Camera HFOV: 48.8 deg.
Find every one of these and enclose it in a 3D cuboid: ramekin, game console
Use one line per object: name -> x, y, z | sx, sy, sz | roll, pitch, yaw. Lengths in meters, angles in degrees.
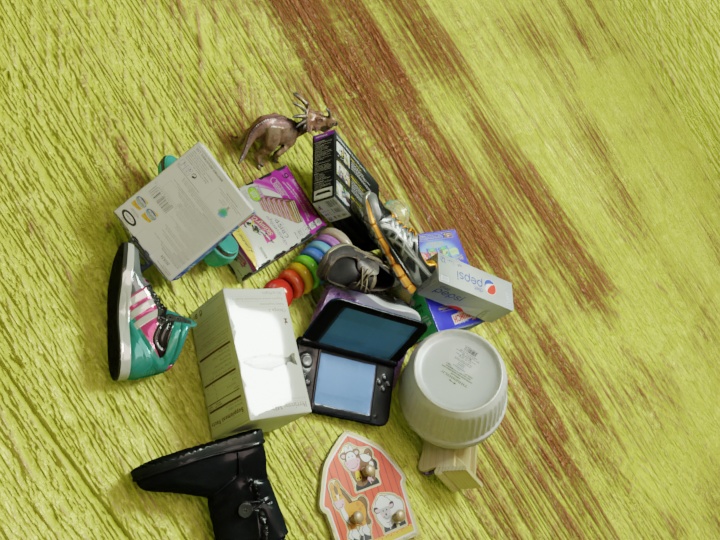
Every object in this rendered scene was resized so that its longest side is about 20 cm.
ramekin -> 0.166, 0.200, 1.400 | 0.196, 0.106, 0.203 | 0, 55, 0
game console -> -0.002, 0.157, 1.318 | 0.197, 0.118, 0.174 | 17, 71, -28

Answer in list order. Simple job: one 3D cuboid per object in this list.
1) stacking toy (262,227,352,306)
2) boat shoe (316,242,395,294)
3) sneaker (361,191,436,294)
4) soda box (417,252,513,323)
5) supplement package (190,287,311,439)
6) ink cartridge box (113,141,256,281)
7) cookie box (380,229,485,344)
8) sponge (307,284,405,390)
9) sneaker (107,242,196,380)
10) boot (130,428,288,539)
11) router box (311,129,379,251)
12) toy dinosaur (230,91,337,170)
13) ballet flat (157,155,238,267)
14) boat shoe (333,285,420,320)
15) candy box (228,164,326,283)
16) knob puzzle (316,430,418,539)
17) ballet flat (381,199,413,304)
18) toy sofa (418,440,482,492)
stacking toy -> -0.095, 0.005, 1.385 | 0.086, 0.085, 0.200 | 53, 48, -4
boat shoe -> 0.000, 0.000, 1.386 | 0.073, 0.075, 0.199 | 30, 16, 29
sneaker -> 0.066, -0.059, 1.441 | 0.202, 0.077, 0.078 | 59, 0, -13
soda box -> 0.202, 0.035, 1.526 | 0.198, 0.068, 0.064 | 21, 54, -31
supplement package -> -0.170, 0.140, 1.213 | 0.116, 0.117, 0.203 | 0, 67, -41
ink cartridge box -> -0.275, -0.078, 1.204 | 0.199, 0.076, 0.137 | -39, 92, -4
cookie box -> 0.151, 0.030, 1.587 | 0.170, 0.075, 0.203 | -8, 73, -44
sponge -> 0.000, 0.121, 1.408 | 0.199, 0.030, 0.113 | 31, 73, -25
sneaker -> -0.302, 0.061, 1.162 | 0.119, 0.083, 0.204 | 7, 70, -33
boot -> -0.205, 0.327, 1.104 | 0.197, 0.076, 0.171 | -11, 84, -28
router box -> -0.024, -0.144, 1.491 | 0.200, 0.050, 0.151 | 46, 37, -52
toy dinosaur -> -0.149, -0.259, 1.441 | 0.199, 0.135, 0.087 | -27, 85, -45
ballet flat -> -0.276, -0.087, 1.279 | 0.201, 0.070, 0.067 | 55, 33, 1
boat shoe -> 0.020, 0.069, 1.467 | 0.198, 0.069, 0.057 | 20, 19, -24
candy box -> -0.168, -0.085, 1.381 | 0.137, 0.061, 0.199 | 55, 44, -2
knob puzzle -> 0.010, 0.362, 1.310 | 0.217, 0.030, 0.223 | 21, 55, -32
ballet flat -> 0.060, -0.032, 1.505 | 0.070, 0.070, 0.204 | -7, 97, -43
toy sofa -> 0.174, 0.298, 1.467 | 0.083, 0.096, 0.202 | 50, 38, -43
